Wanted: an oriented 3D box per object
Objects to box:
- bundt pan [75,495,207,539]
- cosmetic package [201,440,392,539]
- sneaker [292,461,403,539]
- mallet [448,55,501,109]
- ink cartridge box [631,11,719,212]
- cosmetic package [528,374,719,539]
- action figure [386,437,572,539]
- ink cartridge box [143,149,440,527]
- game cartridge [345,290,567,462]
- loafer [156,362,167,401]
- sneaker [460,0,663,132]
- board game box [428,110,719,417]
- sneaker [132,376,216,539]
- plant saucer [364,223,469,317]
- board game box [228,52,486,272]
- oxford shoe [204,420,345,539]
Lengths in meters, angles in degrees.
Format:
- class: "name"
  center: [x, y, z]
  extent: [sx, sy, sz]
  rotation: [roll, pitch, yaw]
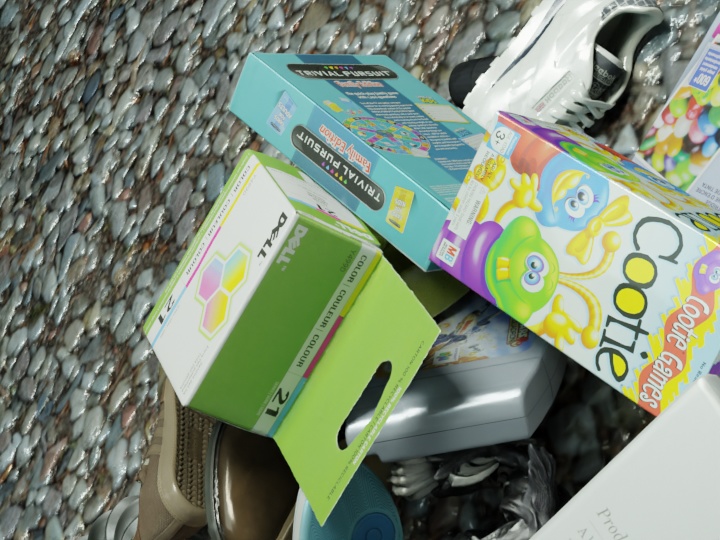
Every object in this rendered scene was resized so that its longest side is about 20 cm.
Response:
- class: "bundt pan"
  center: [-0.190, 0.265, 1.277]
  extent: [0.201, 0.076, 0.203]
  rotation: [-39, 30, 27]
- class: "cosmetic package"
  center: [-0.027, 0.137, 1.189]
  extent: [0.105, 0.071, 0.202]
  rotation: [28, 90, 55]
- class: "sneaker"
  center: [-0.024, 0.201, 1.074]
  extent: [0.130, 0.079, 0.203]
  rotation: [27, 130, 60]
- class: "mallet"
  center: [0.074, -0.070, 1.228]
  extent: [0.066, 0.041, 0.202]
  rotation: [14, 83, 53]
- class: "ink cartridge box"
  center: [0.233, -0.072, 1.023]
  extent: [0.119, 0.042, 0.202]
  rotation: [37, 100, 54]
- class: "cosmetic package"
  center: [0.176, 0.179, 0.784]
  extent: [0.200, 0.164, 0.166]
  rotation: [-46, 63, 21]
- class: "action figure"
  center: [0.071, 0.144, 1.027]
  extent: [0.101, 0.120, 0.200]
  rotation: [-25, 29, -13]
- class: "ink cartridge box"
  center: [-0.047, 0.036, 0.999]
  extent: [0.149, 0.075, 0.200]
  rotation: [-58, 32, 13]
- class: "game cartridge"
  center: [0.068, 0.053, 1.047]
  extent: [0.132, 0.042, 0.200]
  rotation: [-16, 21, 15]
- class: "loafer"
  center: [-0.106, 0.034, 1.360]
  extent: [0.201, 0.076, 0.068]
  rotation: [-52, 28, 14]
- class: "sneaker"
  center: [0.137, -0.122, 1.154]
  extent: [0.080, 0.076, 0.201]
  rotation: [39, 102, 43]
- class: "board game box"
  center: [0.157, -0.001, 0.952]
  extent: [0.199, 0.102, 0.106]
  rotation: [35, 108, 35]
- class: "sneaker"
  center: [-0.146, 0.140, 1.256]
  extent: [0.075, 0.070, 0.201]
  rotation: [-43, 19, 22]
- class: "plant saucer"
  center: [0.000, 0.000, 1.138]
  extent: [0.198, 0.031, 0.200]
  rotation: [-21, 21, 8]
- class: "board game box"
  center: [0.030, -0.079, 1.096]
  extent: [0.200, 0.150, 0.047]
  rotation: [40, 118, 30]
- class: "oxford shoe"
  center: [-0.048, 0.109, 1.083]
  extent: [0.084, 0.073, 0.201]
  rotation: [-15, 41, 38]
